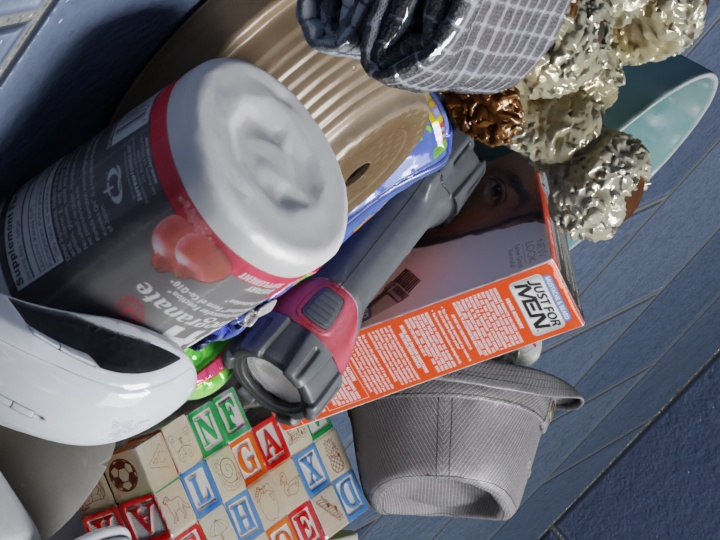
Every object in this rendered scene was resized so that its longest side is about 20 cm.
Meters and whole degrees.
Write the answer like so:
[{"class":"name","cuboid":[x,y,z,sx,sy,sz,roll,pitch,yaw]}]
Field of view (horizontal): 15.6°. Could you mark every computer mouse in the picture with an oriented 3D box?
[{"class":"computer mouse","cuboid":[-0.170,0.043,1.210,0.110,0.199,0.044,123,-25,-46]}]

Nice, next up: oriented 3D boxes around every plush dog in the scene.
[{"class":"plush dog","cuboid":[0.102,-0.140,1.528,0.201,0.160,0.172,-68,157,-15]}]

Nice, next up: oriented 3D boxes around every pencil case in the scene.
[{"class":"pencil case","cuboid":[-0.035,-0.040,1.488,0.200,0.087,0.078,-39,159,-17]}]

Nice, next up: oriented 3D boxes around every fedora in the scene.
[{"class":"fedora","cuboid":[0.055,0.114,1.700,0.176,0.091,0.200,5,168,-3]}]

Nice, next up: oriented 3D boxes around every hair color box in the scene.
[{"class":"hair color box","cuboid":[0.029,0.010,1.607,0.199,0.111,0.064,-20,130,11]}]

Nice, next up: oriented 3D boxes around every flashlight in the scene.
[{"class":"flashlight","cuboid":[0.000,0.000,1.541,0.200,0.067,0.068,-52,132,-31]}]

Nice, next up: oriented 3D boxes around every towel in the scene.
[{"class":"towel","cuboid":[0.063,-0.179,1.220,0.201,0.085,0.165,-65,161,12]}]

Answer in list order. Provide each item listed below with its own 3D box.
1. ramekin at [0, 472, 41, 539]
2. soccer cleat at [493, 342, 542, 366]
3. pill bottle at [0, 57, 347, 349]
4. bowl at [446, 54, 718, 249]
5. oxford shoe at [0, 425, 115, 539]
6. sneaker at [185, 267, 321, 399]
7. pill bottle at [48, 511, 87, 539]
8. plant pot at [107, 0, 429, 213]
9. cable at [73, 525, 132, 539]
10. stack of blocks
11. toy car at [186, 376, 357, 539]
[{"class":"ramekin","cuboid":[-0.257,0.158,1.332,0.200,0.098,0.201,-38,167,-11]},{"class":"soccer cleat","cuboid":[0.076,0.035,1.735,0.200,0.086,0.070,2,107,-77]},{"class":"pill bottle","cuboid":[-0.112,-0.010,1.269,0.200,0.111,0.111,-31,174,32]},{"class":"bowl","cuboid":[0.130,-0.095,1.740,0.200,0.105,0.201,-38,166,-11]},{"class":"oxford shoe","cuboid":[-0.221,0.136,1.479,0.200,0.071,0.071,-41,-165,0]},{"class":"sneaker","cuboid":[-0.072,-0.002,1.573,0.200,0.077,0.084,-42,-156,-31]},{"class":"pill bottle","cuboid":[-0.181,0.190,1.651,0.109,0.109,0.200,-39,150,-11]},{"class":"plant pot","cuboid":[-0.031,-0.081,1.360,0.201,0.093,0.201,-38,167,-11]},{"class":"cable","cuboid":[-0.184,0.218,1.365,0.200,0.069,0.200,-27,162,-45]},{"class":"stack of blocks","cuboid":[-0.084,0.135,1.604,0.058,0.116,0.200,-20,-175,32]},{"class":"toy car","cuboid":[-0.097,0.143,1.792,0.149,0.176,0.200,-8,180,25]}]
